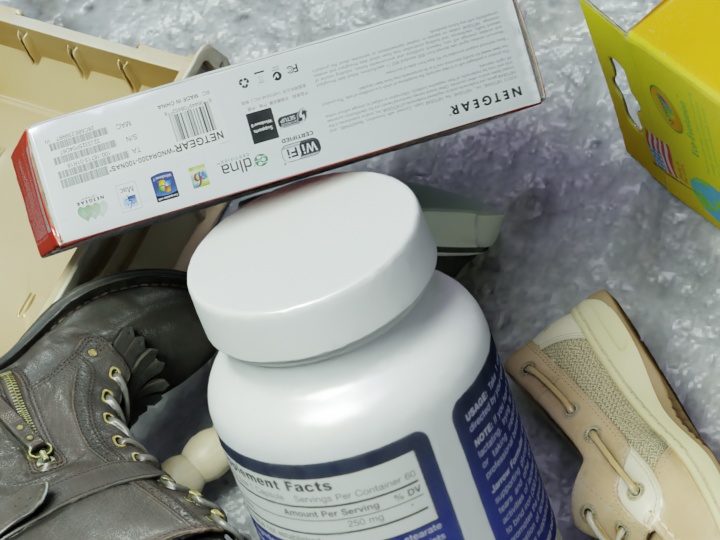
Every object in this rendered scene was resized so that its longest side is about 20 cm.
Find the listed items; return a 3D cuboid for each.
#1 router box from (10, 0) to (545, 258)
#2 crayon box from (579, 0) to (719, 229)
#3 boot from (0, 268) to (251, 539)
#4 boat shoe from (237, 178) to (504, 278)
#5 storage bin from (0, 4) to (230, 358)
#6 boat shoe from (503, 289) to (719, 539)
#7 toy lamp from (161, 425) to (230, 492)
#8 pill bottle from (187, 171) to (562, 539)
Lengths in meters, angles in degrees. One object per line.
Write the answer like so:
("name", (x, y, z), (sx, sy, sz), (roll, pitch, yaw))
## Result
("router box", (-0.040, -0.058, 1.182), (0.200, 0.179, 0.049), (-17, 91, -8))
("crayon box", (0.186, -0.048, 1.233), (0.051, 0.127, 0.200), (-42, 57, -12))
("boot", (-0.100, 0.083, 1.182), (0.200, 0.069, 0.174), (-27, 37, -28))
("boat shoe", (0.002, 0.001, 1.248), (0.073, 0.199, 0.068), (17, 103, 19))
("storage bin", (-0.181, -0.040, 1.360), (0.200, 0.094, 0.199), (17, 65, 26))
("boat shoe", (0.122, 0.097, 1.201), (0.064, 0.071, 0.200), (-31, 47, 4))
("toy lamp", (-0.090, 0.103, 1.265), (0.200, 0.058, 0.058), (-40, 56, -10))
("pill bottle", (0.007, 0.069, 1.132), (0.116, 0.200, 0.116), (-14, 31, 9))
